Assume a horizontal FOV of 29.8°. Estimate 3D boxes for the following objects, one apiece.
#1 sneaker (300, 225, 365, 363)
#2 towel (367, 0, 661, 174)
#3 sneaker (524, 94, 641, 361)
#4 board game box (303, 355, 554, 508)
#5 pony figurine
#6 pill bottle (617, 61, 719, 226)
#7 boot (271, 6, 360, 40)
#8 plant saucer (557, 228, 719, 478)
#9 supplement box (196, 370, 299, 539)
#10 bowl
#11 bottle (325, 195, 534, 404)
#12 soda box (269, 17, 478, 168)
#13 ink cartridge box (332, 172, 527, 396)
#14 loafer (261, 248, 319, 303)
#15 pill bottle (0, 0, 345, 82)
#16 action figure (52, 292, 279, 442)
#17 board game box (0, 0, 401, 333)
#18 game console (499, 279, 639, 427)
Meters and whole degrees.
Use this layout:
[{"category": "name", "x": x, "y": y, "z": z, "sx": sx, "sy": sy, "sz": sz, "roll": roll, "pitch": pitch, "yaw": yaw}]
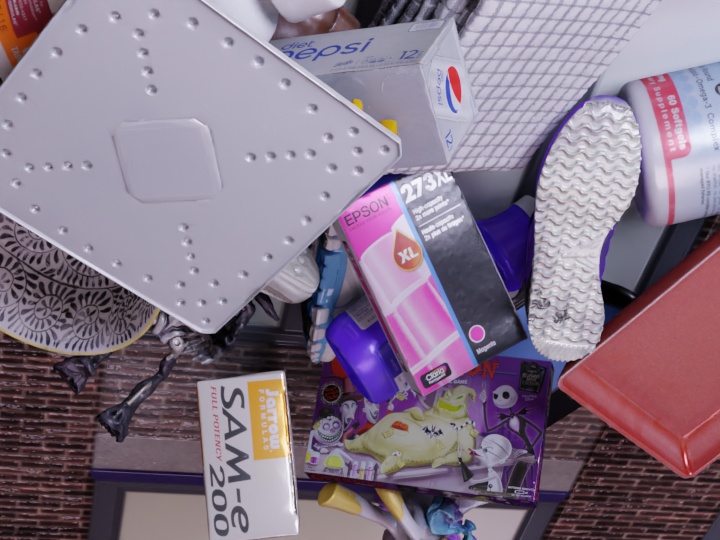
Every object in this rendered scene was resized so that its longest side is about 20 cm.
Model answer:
[{"category": "sneaker", "x": 0.000, "y": 0.000, "z": 1.079, "sx": 0.085, "sy": 0.075, "sz": 0.201, "roll": -1, "pitch": 136, "yaw": -15}, {"category": "towel", "x": 0.090, "y": -0.155, "z": 0.898, "sx": 0.164, "sy": 0.086, "sz": 0.200, "roll": -6, "pitch": 146, "yaw": -38}, {"category": "sneaker", "x": 0.154, "y": -0.043, "z": 0.995, "sx": 0.069, "sy": 0.100, "sz": 0.202, "roll": 8, "pitch": 118, "yaw": -1}, {"category": "board game box", "x": 0.057, "y": 0.126, "z": 1.136, "sx": 0.197, "sy": 0.121, "sz": 0.032, "roll": 4, "pitch": 156, "yaw": 16}, {"category": "pony figurine", "x": 0.053, "y": 0.215, "z": 1.241, "sx": 0.166, "sy": 0.194, "sz": 0.200, "roll": -35, "pitch": 111, "yaw": 21}, {"category": "pill bottle", "x": 0.295, "y": -0.104, "z": 0.986, "sx": 0.197, "sy": 0.110, "sz": 0.109, "roll": -12, "pitch": 136, "yaw": 4}, {"category": "boot", "x": -0.127, "y": -0.177, "z": 0.892, "sx": 0.186, "sy": 0.065, "sz": 0.199, "roll": -35, "pitch": 126, "yaw": 26}, {"category": "plant saucer", "x": 0.275, "y": 0.057, "z": 1.054, "sx": 0.200, "sy": 0.037, "sz": 0.199, "roll": -41, "pitch": 129, "yaw": 18}, {"category": "supplement box", "x": -0.091, "y": 0.159, "z": 1.123, "sx": 0.072, "sy": 0.128, "sz": 0.200, "roll": -6, "pitch": 170, "yaw": -4}, {"category": "bowl", "x": -0.204, "y": -0.050, "z": 0.922, "sx": 0.198, "sy": 0.095, "sz": 0.203, "roll": 13, "pitch": 130, "yaw": 15}, {"category": "bottle", "x": 0.067, "y": 0.018, "z": 1.063, "sx": 0.199, "sy": 0.065, "sz": 0.084, "roll": -38, "pitch": 145, "yaw": -7}, {"category": "soda box", "x": -0.032, "y": -0.102, "z": 0.835, "sx": 0.198, "sy": 0.064, "sz": 0.069, "roll": -3, "pitch": 123, "yaw": 28}, {"category": "ink cartridge box", "x": 0.040, "y": -0.018, "z": 0.997, "sx": 0.094, "sy": 0.037, "sz": 0.202, "roll": -27, "pitch": 97, "yaw": -10}, {"category": "loafer", "x": -0.120, "y": -0.035, "z": 1.011, "sx": 0.199, "sy": 0.070, "sz": 0.070, "roll": 36, "pitch": 123, "yaw": -12}, {"category": "pill bottle", "x": -0.115, "y": -0.168, "z": 0.790, "sx": 0.198, "sy": 0.110, "sz": 0.110, "roll": -15, "pitch": 136, "yaw": 16}, {"category": "action figure", "x": -0.148, "y": 0.034, "z": 1.070, "sx": 0.200, "sy": 0.102, "sz": 0.119, "roll": -44, "pitch": 103, "yaw": -16}, {"category": "board game box", "x": -0.110, "y": -0.070, "z": 0.785, "sx": 0.199, "sy": 0.026, "sz": 0.200, "roll": 33, "pitch": 126, "yaw": -23}, {"category": "game console", "x": 0.180, "y": 0.083, "z": 1.149, "sx": 0.175, "sy": 0.117, "sz": 0.200, "roll": -33, "pitch": 130, "yaw": 13}]
